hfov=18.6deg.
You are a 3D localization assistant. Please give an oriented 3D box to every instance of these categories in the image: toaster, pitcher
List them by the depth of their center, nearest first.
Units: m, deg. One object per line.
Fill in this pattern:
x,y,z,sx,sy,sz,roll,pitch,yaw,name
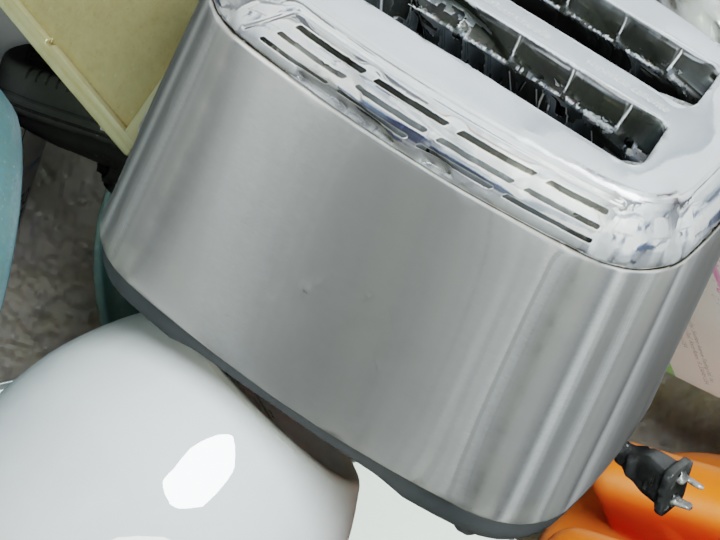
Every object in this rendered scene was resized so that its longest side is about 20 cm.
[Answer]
0.027,-0.019,0.620,0.199,0.114,0.130,34,134,13,toaster
-0.089,0.119,0.659,0.200,0.172,0.121,-46,118,4,pitcher

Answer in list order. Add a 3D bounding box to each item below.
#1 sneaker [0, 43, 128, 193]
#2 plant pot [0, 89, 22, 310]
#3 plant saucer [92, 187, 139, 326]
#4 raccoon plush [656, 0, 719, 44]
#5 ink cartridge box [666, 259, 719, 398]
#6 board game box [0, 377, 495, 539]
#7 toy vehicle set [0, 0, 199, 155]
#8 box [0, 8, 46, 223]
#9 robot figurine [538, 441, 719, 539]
-0.043,-0.003,0.778,0.198,0.060,0.105,16,109,-12,sneaker
-0.185,-0.020,0.706,0.134,0.200,0.201,10,110,-21,plant pot
0.000,0.000,0.830,0.198,0.036,0.202,2,109,5,plant saucer
0.062,-0.107,0.714,0.200,0.134,0.097,40,116,22,raccoon plush
0.160,0.006,0.709,0.199,0.117,0.067,27,70,32,ink cartridge box
-0.042,0.122,0.757,0.198,0.026,0.202,-12,95,0,board game box
-0.046,-0.149,0.681,0.124,0.026,0.200,49,115,25,toy vehicle set
-0.155,-0.110,0.793,0.116,0.060,0.201,21,109,-2,box
0.129,0.146,0.808,0.116,0.144,0.201,-17,134,8,robot figurine
